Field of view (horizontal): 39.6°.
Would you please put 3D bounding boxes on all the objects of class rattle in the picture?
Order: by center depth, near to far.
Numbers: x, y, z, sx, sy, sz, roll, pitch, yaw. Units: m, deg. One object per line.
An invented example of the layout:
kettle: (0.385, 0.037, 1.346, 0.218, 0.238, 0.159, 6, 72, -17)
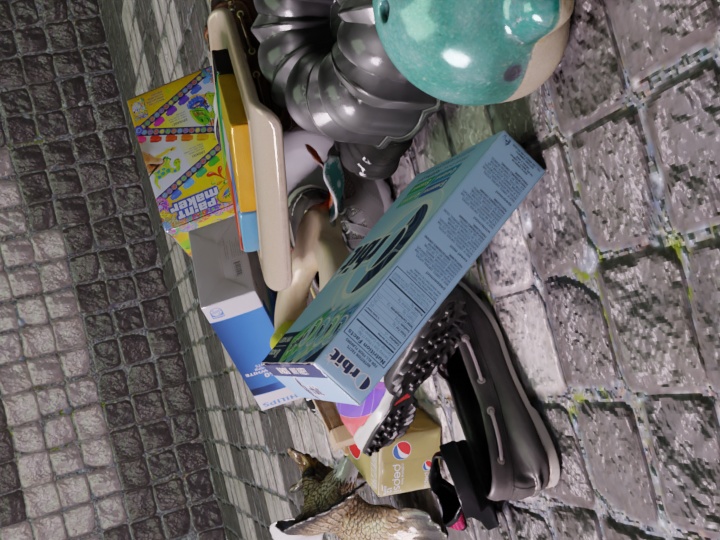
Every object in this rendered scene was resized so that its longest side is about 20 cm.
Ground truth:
rattle: (0.000, 0.000, 0.902, 0.130, 0.142, 0.202, 144, 136, -78)

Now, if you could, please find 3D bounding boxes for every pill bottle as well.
pill bottle: (-0.097, -0.147, 1.101, 0.200, 0.111, 0.112, -125, 28, -49)

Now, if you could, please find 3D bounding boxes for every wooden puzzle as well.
wooden puzzle: (-0.105, -0.108, 0.888, 0.201, 0.037, 0.186, -117, 20, -47)

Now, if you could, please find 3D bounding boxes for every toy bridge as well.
toy bridge: (-0.049, 0.093, 1.016, 0.067, 0.027, 0.201, 107, 144, -67)

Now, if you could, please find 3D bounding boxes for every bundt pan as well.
bundt pan: (-0.016, -0.193, 0.763, 0.201, 0.075, 0.204, 15, 109, 49)

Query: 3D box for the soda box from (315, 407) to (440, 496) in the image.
soda box: (0.013, 0.156, 1.037, 0.200, 0.067, 0.065, -142, 49, -64)

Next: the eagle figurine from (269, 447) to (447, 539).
eagle figurine: (-0.018, 0.255, 1.070, 0.200, 0.151, 0.152, -142, 34, -63)

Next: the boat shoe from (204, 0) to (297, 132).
boat shoe: (-0.115, -0.227, 0.970, 0.201, 0.070, 0.070, 64, 162, -2)

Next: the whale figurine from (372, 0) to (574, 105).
whale figurine: (0.063, -0.189, 0.578, 0.201, 0.103, 0.160, 98, 154, -49)

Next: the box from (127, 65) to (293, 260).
box: (-0.189, -0.116, 1.290, 0.200, 0.121, 0.194, 63, -173, -69)

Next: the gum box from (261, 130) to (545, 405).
gum box: (0.023, 0.003, 0.709, 0.045, 0.200, 0.170, 43, 165, -9)

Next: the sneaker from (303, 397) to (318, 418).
sneaker: (-0.040, 0.075, 1.178, 0.079, 0.075, 0.202, -127, 33, -81)

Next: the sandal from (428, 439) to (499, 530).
sandal: (0.075, 0.174, 0.803, 0.200, 0.045, 0.076, 52, -165, -69)

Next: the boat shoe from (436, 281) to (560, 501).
boat shoe: (0.087, 0.087, 0.781, 0.067, 0.057, 0.201, 99, 152, -50)

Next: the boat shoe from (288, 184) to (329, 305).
boat shoe: (-0.026, 0.013, 1.032, 0.061, 0.071, 0.203, 31, 141, 68)

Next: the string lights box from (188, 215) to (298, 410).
string lights box: (-0.113, 0.048, 1.044, 0.201, 0.058, 0.103, 70, -178, -51)

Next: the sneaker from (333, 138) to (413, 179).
sneaker: (0.002, -0.184, 0.854, 0.091, 0.075, 0.201, -37, 74, 61)

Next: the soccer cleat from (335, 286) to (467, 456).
soccer cleat: (0.022, 0.067, 0.781, 0.073, 0.068, 0.201, 49, 144, 23)

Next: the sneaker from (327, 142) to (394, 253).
sneaker: (-0.008, -0.024, 0.958, 0.075, 0.081, 0.202, -174, 71, -72)
